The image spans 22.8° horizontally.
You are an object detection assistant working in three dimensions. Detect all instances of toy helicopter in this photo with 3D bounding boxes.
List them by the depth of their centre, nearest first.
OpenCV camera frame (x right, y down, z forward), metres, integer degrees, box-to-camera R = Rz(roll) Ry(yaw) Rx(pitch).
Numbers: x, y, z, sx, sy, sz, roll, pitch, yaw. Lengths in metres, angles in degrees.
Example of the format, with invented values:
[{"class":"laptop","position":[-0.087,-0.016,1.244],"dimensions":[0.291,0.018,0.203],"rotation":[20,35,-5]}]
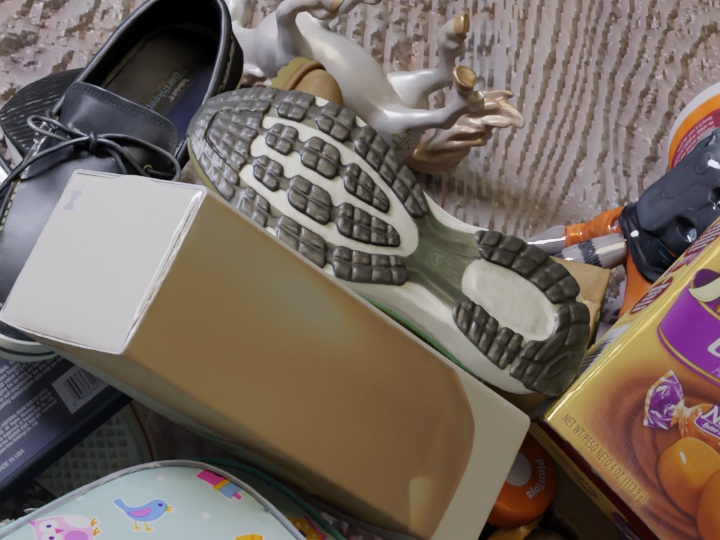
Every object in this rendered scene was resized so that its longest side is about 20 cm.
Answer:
[{"class":"toy helicopter","position":[0.077,0.178,0.810],"dimensions":[0.131,0.079,0.201],"rotation":[25,56,-15]}]

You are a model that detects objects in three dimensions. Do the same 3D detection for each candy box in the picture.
[{"class":"candy box","position":[0.184,0.039,0.806],"dimensions":[0.117,0.056,0.200],"rotation":[45,79,-2]}]

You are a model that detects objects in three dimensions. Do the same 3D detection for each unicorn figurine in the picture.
[{"class":"unicorn figurine","position":[-0.015,-0.120,0.987],"dimensions":[0.200,0.137,0.074],"rotation":[48,52,-6]}]

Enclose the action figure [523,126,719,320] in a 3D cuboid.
[{"class":"action figure","position":[0.165,0.004,0.898],"dimensions":[0.104,0.193,0.201],"rotation":[34,31,-36]}]

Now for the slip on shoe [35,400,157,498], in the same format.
[{"class":"slip on shoe","position":[-0.150,0.025,0.830],"dimensions":[0.201,0.074,0.061],"rotation":[54,26,19]}]

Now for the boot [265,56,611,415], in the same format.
[{"class":"boot","position":[0.030,-0.013,0.900],"dimensions":[0.198,0.066,0.176],"rotation":[14,63,13]}]

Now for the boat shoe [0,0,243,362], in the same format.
[{"class":"boat shoe","position":[-0.110,-0.048,0.767],"dimensions":[0.074,0.062,0.201],"rotation":[27,58,6]}]

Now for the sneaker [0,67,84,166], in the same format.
[{"class":"sneaker","position":[-0.131,-0.036,0.895],"dimensions":[0.074,0.089,0.200],"rotation":[-17,34,-8]}]

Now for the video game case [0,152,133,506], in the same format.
[{"class":"video game case","position":[-0.199,0.015,0.791],"dimensions":[0.143,0.019,0.200],"rotation":[-38,68,-2]}]

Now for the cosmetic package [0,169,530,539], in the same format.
[{"class":"cosmetic package","position":[-0.035,0.041,0.727],"dimensions":[0.200,0.105,0.071],"rotation":[35,75,-35]}]

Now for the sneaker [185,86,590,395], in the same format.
[{"class":"sneaker","position":[0.000,0.000,0.781],"dimensions":[0.199,0.089,0.077],"rotation":[36,57,-13]}]

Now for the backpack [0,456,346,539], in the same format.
[{"class":"backpack","position":[-0.074,0.164,0.689],"dimensions":[0.176,0.154,0.199],"rotation":[40,39,19]}]

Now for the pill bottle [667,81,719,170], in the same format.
[{"class":"pill bottle","position":[0.240,-0.008,1.001],"dimensions":[0.109,0.110,0.201],"rotation":[10,48,-16]}]
